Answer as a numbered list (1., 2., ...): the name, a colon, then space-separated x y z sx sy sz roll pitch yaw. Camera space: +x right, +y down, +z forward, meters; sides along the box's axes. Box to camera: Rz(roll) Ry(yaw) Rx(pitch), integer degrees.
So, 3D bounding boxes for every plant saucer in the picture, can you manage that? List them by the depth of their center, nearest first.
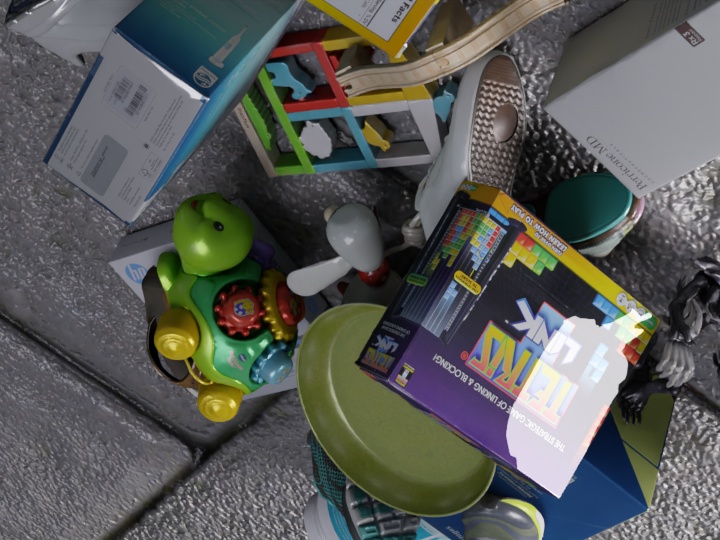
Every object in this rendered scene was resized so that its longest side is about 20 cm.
1. plant saucer: 0.035 0.111 1.402 0.199 0.031 0.202 20 126 29

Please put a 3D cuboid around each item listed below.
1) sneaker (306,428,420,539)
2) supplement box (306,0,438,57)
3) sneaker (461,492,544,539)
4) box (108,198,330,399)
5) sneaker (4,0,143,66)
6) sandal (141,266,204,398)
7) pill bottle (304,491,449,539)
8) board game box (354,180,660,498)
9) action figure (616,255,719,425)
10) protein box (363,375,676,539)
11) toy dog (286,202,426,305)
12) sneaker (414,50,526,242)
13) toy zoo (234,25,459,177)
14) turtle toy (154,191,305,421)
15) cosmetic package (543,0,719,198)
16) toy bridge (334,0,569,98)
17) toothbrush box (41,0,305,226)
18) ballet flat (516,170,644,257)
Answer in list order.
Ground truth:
1. sneaker: -0.002 0.199 1.579 0.077 0.201 0.092 5 135 -24
2. supplement box: -0.018 -0.262 1.165 0.199 0.110 0.109 32 139 -8
3. sneaker: 0.118 0.265 1.473 0.073 0.081 0.201 7 138 17
4. box: -0.115 0.032 1.581 0.155 0.041 0.200 -15 125 36
5. sneaker: -0.195 -0.221 1.340 0.199 0.075 0.087 -13 139 44
6. sandal: -0.163 0.073 1.566 0.081 0.055 0.201 16 149 17
7. pill bottle: 0.032 0.224 1.658 0.111 0.111 0.199 43 136 -21
8. board game box: 0.116 0.054 1.291 0.199 0.166 0.057 35 171 -31
9. action figure: 0.273 0.064 1.369 0.118 0.103 0.200 25 135 -30
10. protein box: 0.132 0.139 1.499 0.198 0.135 0.200 37 138 -15
11. toy dog: 0.000 0.000 1.450 0.096 0.131 0.201 39 141 34
12. sneaker: 0.075 -0.080 1.325 0.084 0.072 0.202 26 122 40
13. toy zoo: -0.012 -0.137 1.363 0.198 0.021 0.132 -4 132 29
14. turtle toy: -0.110 0.022 1.438 0.100 0.146 0.201 -15 126 20
15. cosmetic package: 0.238 -0.146 1.184 0.113 0.082 0.200 38 137 -19
16. toy bridge: 0.066 -0.169 1.236 0.199 0.067 0.027 -20 122 31
17. toothbrush box: -0.130 -0.151 1.251 0.085 0.200 0.147 37 132 -1
18. ballet flat: 0.159 -0.031 1.367 0.199 0.070 0.071 -15 144 42
